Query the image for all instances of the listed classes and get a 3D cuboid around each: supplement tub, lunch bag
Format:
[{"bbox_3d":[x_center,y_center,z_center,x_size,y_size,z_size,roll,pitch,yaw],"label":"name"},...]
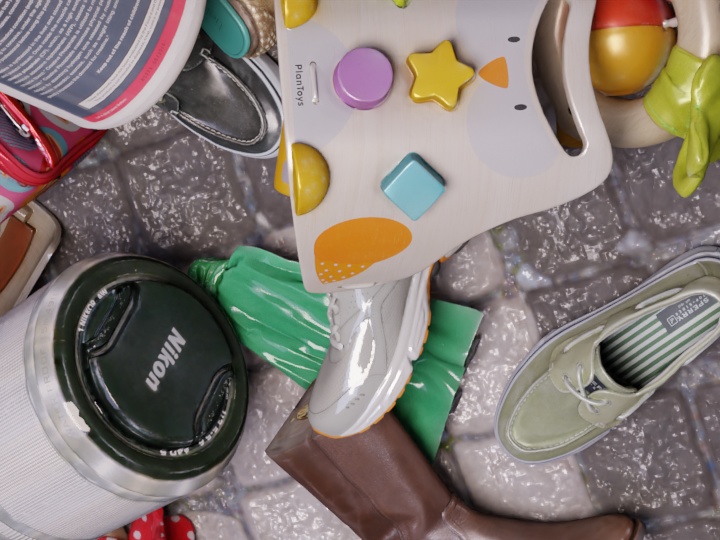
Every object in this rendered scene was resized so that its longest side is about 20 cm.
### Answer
[{"bbox_3d":[-0.199,-0.175,1.048,0.140,0.199,0.141,-20,60,39],"label":"supplement tub"},{"bbox_3d":[-0.266,-0.127,1.175,0.082,0.176,0.200,-37,99,29],"label":"lunch bag"}]

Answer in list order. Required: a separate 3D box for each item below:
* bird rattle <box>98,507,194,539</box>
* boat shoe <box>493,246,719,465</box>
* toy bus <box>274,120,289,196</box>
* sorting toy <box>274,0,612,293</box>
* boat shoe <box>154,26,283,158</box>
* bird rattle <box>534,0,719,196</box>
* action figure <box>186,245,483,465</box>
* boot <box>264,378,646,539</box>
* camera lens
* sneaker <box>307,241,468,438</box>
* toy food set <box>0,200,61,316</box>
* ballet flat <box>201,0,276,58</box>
[{"bbox_3d":[-0.205,0.227,1.308,0.163,0.112,0.201,40,114,25],"label":"bird rattle"},{"bbox_3d":[0.152,0.056,1.130,0.072,0.062,0.200,48,117,3],"label":"boat shoe"},{"bbox_3d":[0.003,-0.141,1.134,0.078,0.065,0.202,16,111,19],"label":"toy bus"},{"bbox_3d":[0.046,-0.101,1.021,0.178,0.107,0.202,-6,81,1],"label":"sorting toy"},{"bbox_3d":[-0.129,-0.134,1.185,0.199,0.071,0.072,35,115,10],"label":"boat shoe"},{"bbox_3d":[0.164,-0.144,1.044,0.162,0.112,0.202,-8,99,40],"label":"bird rattle"},{"bbox_3d":[-0.024,0.035,1.200,0.199,0.055,0.119,23,114,10],"label":"action figure"},{"bbox_3d":[0.056,0.137,1.168,0.186,0.064,0.200,-30,106,29],"label":"boot"},{"bbox_3d":[-0.181,0.090,1.194,0.200,0.160,0.161,-30,93,44],"label":"camera lens"},{"bbox_3d":[0.000,0.000,1.107,0.091,0.076,0.201,22,92,-24],"label":"sneaker"},{"bbox_3d":[-0.318,-0.023,1.299,0.200,0.060,0.144,38,115,8],"label":"toy food set"},{"bbox_3d":[-0.113,-0.222,1.160,0.200,0.065,0.070,51,149,-2],"label":"ballet flat"}]
